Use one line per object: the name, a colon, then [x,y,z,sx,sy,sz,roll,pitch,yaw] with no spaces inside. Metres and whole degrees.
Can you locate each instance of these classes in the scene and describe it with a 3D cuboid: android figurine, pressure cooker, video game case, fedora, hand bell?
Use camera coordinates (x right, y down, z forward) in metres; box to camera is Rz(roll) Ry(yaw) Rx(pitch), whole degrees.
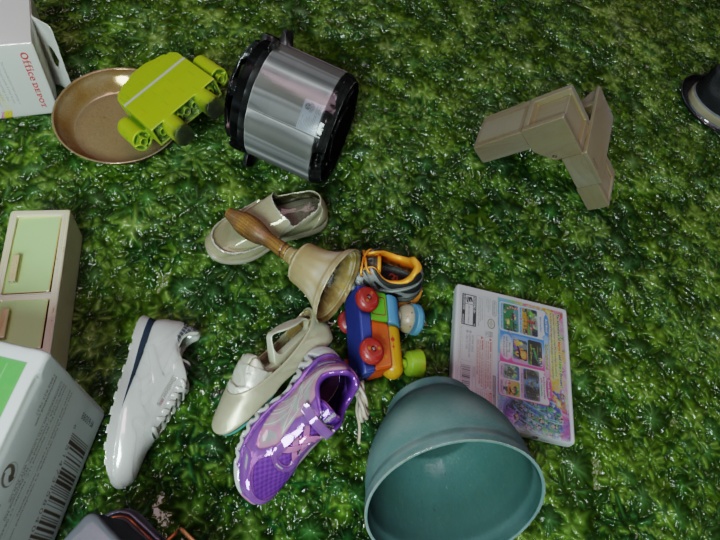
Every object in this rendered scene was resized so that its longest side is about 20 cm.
android figurine: [-0.290,-0.261,0.830,0.198,0.041,0.182,35,73,32]
pressure cooker: [-0.115,-0.253,0.850,0.194,0.180,0.180,22,60,2]
video game case: [0.214,0.130,0.784,0.175,0.024,0.206,13,58,-4]
fedora: [0.784,-0.371,1.148,0.192,0.093,0.207,5,59,-9]
hand bell: [-0.106,-0.028,0.732,0.196,0.106,0.105,31,58,17]

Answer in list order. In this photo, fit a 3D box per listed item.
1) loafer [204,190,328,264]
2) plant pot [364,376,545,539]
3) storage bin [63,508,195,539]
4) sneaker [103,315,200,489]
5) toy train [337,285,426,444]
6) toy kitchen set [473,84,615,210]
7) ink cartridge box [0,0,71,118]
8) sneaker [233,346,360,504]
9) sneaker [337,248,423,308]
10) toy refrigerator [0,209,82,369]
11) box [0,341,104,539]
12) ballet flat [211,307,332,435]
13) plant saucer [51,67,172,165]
loafer: [-0.135,-0.074,0.805,0.195,0.069,0.077,-24,66,-23]
plant pot: [0.093,0.212,0.629,0.192,0.207,0.136,3,31,-9]
storage bin: [-0.213,0.318,0.523,0.198,0.136,0.146,38,60,11]
sneaker: [-0.247,0.151,0.653,0.078,0.077,0.207,12,59,-15]
toy train: [0.037,0.126,0.724,0.112,0.085,0.207,8,58,-22]
toy kitchen set: [0.345,-0.231,0.993,0.200,0.177,0.167,45,55,-30]
ink cartridge box: [-0.556,-0.324,0.832,0.193,0.130,0.128,-12,62,-19]
sneaker: [-0.068,0.180,0.643,0.081,0.087,0.202,51,62,-27]
sneaker: [0.000,0.000,0.786,0.192,0.078,0.081,4,60,-8]
toy refrigerator: [-0.409,0.024,0.693,0.073,0.071,0.207,-2,61,-12]
box: [-0.385,0.187,0.526,0.165,0.202,0.205,12,59,-1]
ballet flat: [-0.117,0.118,0.696,0.069,0.070,0.199,41,56,14]
plant saucer: [-0.380,-0.238,0.871,0.192,0.036,0.207,6,59,-9]
